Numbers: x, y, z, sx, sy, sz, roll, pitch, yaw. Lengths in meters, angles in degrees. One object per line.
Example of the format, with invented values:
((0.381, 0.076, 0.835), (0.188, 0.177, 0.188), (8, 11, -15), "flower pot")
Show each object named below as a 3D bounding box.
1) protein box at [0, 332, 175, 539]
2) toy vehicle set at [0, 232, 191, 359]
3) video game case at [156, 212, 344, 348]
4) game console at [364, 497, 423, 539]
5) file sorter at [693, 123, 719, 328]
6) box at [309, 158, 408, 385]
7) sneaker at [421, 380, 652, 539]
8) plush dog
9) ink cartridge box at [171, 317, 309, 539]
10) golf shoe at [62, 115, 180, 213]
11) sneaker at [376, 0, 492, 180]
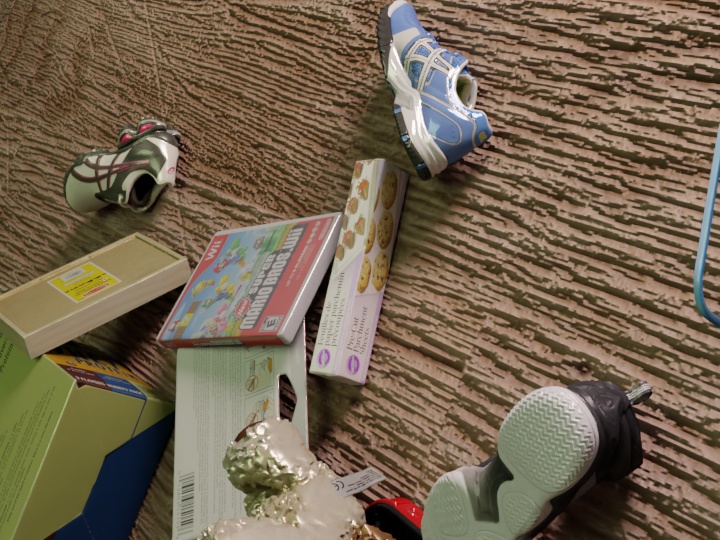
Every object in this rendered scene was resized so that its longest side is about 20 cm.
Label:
((-0.331, 0.191, 1.108), (0.198, 0.134, 0.202), (21, 89, 47), "protein box")
((-0.301, 0.023, 1.130), (0.123, 0.198, 0.027), (24, 133, 48), "toy vehicle set")
((-0.110, 0.012, 1.013), (0.198, 0.017, 0.145), (-6, 49, 45), "video game case")
((0.041, 0.289, 0.773), (0.199, 0.031, 0.180), (29, 99, 48), "game console")
((0.305, -0.018, 0.567), (0.198, 0.122, 0.141), (3, 75, 45), "file sorter")
((0.000, 0.000, 0.927), (0.038, 0.041, 0.204), (0, 72, 45), "box")
((0.125, 0.144, 0.701), (0.076, 0.112, 0.201), (57, 137, 26), "sneaker")
((-0.063, 0.244, 0.803), (0.201, 0.158, 0.174), (-75, 9, -57), "plush dog")
((-0.105, 0.147, 0.968), (0.171, 0.043, 0.204), (-21, 58, 30), "ink cartridge box")
((-0.298, -0.108, 1.252), (0.198, 0.077, 0.090), (-29, 61, 35), "golf shoe")
((0.064, -0.171, 0.926), (0.076, 0.076, 0.203), (-21, 56, 11), "sneaker")
